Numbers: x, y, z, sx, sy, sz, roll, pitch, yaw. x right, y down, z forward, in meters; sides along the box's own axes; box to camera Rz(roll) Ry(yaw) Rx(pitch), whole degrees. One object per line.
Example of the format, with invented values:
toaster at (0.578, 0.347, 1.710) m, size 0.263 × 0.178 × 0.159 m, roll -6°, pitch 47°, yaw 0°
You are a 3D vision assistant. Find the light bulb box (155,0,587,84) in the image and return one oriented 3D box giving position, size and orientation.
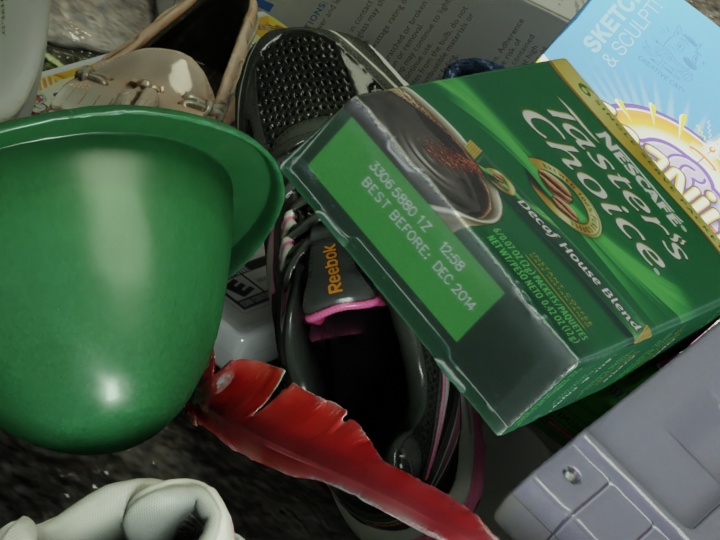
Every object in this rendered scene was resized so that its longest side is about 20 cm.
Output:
light bulb box at (0.009, -0.149, 1.449) m, size 0.200 × 0.125 × 0.198 m, roll 23°, pitch 29°, yaw -23°

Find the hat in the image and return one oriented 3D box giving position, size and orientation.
hat at (-0.084, 0.057, 0.984) m, size 0.165 × 0.200 × 0.176 m, roll -2°, pitch 63°, yaw -27°

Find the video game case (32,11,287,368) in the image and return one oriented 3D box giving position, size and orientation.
video game case at (-0.046, -0.038, 1.230) m, size 0.182 × 0.023 × 0.200 m, roll 36°, pitch 36°, yaw 28°

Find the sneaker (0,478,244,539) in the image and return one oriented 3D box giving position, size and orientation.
sneaker at (-0.056, 0.110, 0.962) m, size 0.200 × 0.099 × 0.078 m, roll -3°, pitch 47°, yaw -52°

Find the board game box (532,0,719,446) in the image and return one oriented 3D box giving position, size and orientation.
board game box at (0.113, -0.018, 1.198) m, size 0.153 × 0.040 × 0.200 m, roll 37°, pitch 52°, yaw 4°

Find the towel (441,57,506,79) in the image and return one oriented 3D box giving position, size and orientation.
towel at (0.102, -0.023, 1.349) m, size 0.112 × 0.049 × 0.200 m, roll 35°, pitch -5°, yaw 30°

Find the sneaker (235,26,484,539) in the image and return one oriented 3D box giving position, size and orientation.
sneaker at (0.000, 0.000, 1.082) m, size 0.086 × 0.080 × 0.200 m, roll 42°, pitch 30°, yaw -74°

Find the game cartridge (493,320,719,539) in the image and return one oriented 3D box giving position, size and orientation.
game cartridge at (0.144, 0.087, 1.060) m, size 0.130 × 0.038 × 0.200 m, roll 41°, pitch 34°, yaw 12°

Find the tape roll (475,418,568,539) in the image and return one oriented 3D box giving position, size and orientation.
tape roll at (0.110, 0.088, 1.238) m, size 0.202 × 0.071 × 0.203 m, roll 29°, pitch 27°, yaw -16°

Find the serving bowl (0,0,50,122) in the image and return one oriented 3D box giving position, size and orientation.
serving bowl at (-0.158, -0.098, 1.072) m, size 0.066 × 0.201 × 0.200 m, roll 5°, pitch 20°, yaw 16°

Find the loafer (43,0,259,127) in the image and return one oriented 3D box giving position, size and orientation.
loafer at (-0.081, -0.066, 1.141) m, size 0.072 × 0.063 × 0.200 m, roll 20°, pitch 19°, yaw 4°

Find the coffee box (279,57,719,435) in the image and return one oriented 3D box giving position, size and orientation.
coffee box at (0.062, -0.015, 1.059) m, size 0.123 × 0.044 × 0.200 m, roll 51°, pitch 23°, yaw 12°
